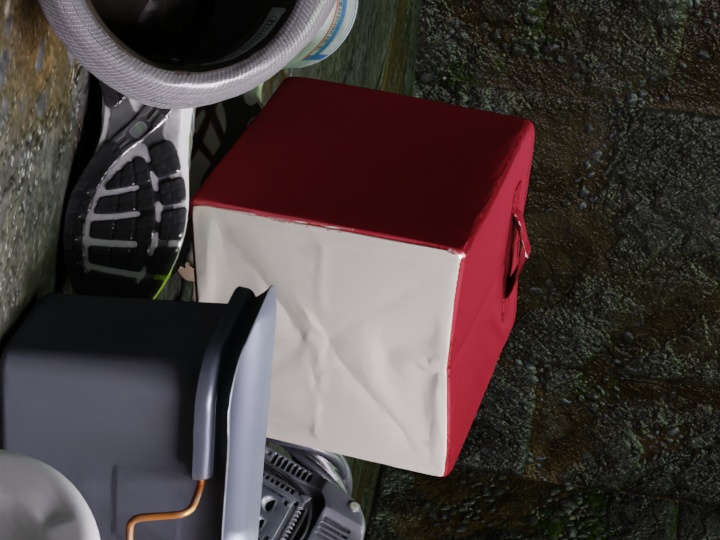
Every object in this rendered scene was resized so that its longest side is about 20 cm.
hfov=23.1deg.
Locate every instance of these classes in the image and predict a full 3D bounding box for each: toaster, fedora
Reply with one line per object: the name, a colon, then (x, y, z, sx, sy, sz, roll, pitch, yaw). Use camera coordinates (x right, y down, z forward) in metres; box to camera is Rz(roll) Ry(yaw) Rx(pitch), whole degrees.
toaster: (-0.105, 0.178, 1.143, 0.129, 0.200, 0.114, -60, 180, 39)
fedora: (-0.098, -0.186, 0.924, 0.090, 0.177, 0.200, -164, -108, -66)

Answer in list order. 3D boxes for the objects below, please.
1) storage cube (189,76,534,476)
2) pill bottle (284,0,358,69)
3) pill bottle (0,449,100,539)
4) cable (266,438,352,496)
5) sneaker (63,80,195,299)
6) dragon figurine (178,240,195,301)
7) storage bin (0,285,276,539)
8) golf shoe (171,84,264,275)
storage cube: (0.000, 0.000, 1.133, 0.180, 0.200, 0.171, -60, 158, -55)
pill bottle: (-0.061, -0.209, 1.346, 0.200, 0.112, 0.113, -51, 148, -81)
pill bottle: (-0.166, 0.182, 0.801, 0.200, 0.114, 0.114, 91, 9, -48)
cable: (-0.087, 0.146, 1.218, 0.051, 0.200, 0.163, -36, 144, -52)
sneaker: (-0.130, -0.065, 1.064, 0.081, 0.074, 0.200, 83, 17, -81)
dragon figurine: (-0.110, -0.012, 1.393, 0.200, 0.059, 0.100, 89, 11, -51)
storage bin: (-0.129, 0.110, 0.979, 0.146, 0.134, 0.200, -71, 167, -64)
golf shoe: (-0.106, -0.085, 1.193, 0.077, 0.088, 0.200, 85, 15, -73)
